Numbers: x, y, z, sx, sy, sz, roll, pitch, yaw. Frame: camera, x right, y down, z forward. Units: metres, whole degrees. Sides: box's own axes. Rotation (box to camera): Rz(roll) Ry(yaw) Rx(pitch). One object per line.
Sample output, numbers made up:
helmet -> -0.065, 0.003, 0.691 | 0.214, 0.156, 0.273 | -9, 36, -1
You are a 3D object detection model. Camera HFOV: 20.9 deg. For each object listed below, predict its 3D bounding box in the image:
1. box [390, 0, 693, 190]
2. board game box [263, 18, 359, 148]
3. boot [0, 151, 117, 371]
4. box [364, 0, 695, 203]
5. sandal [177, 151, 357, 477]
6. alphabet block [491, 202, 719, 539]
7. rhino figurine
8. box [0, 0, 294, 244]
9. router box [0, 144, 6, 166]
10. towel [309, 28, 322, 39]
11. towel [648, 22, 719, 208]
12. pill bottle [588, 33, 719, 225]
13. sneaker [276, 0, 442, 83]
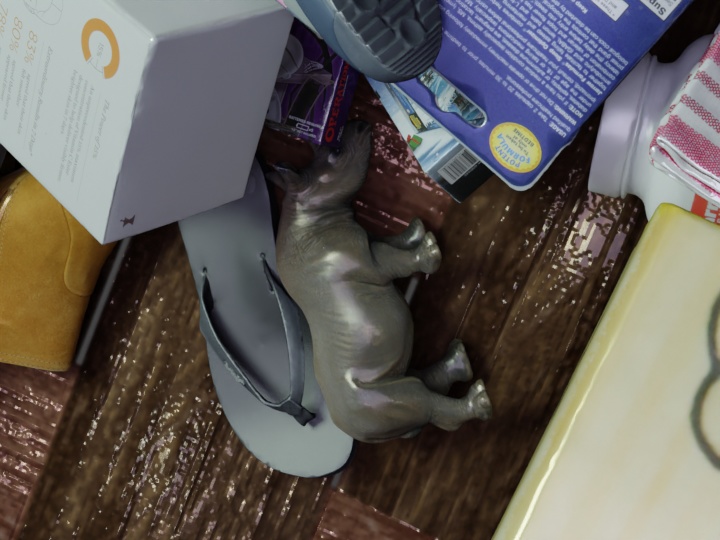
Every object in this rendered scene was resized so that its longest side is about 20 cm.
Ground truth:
box -> 0.098, -0.150, 0.936 | 0.121, 0.032, 0.200 | 40, 103, -6
board game box -> -0.084, -0.153, 1.067 | 0.199, 0.032, 0.121 | 20, 95, 26
boot -> -0.157, -0.013, 1.101 | 0.199, 0.071, 0.145 | 9, 104, 22
box -> 0.090, -0.148, 1.020 | 0.200, 0.040, 0.137 | -40, 48, 12
sandal -> -0.061, 0.027, 1.101 | 0.076, 0.043, 0.202 | -21, 92, 12
alphabet block -> 0.182, 0.107, 0.969 | 0.194, 0.196, 0.201 | 28, 85, 5
rhino figurine -> 0.000, 0.000, 1.072 | 0.087, 0.060, 0.202 | -19, 90, -5
box -> -0.142, -0.130, 0.996 | 0.200, 0.097, 0.125 | 43, 132, 27
router box -> -0.285, -0.032, 1.101 | 0.149, 0.051, 0.201 | 28, 103, 32
towel -> -0.028, -0.228, 0.962 | 0.132, 0.035, 0.200 | -33, 102, 25
towel -> 0.245, -0.102, 0.945 | 0.146, 0.030, 0.201 | 29, 77, 12
pill bottle -> 0.222, -0.056, 1.006 | 0.198, 0.112, 0.114 | 13, 98, 9
sneaker -> -0.039, -0.161, 0.930 | 0.201, 0.070, 0.082 | 55, 140, 7
